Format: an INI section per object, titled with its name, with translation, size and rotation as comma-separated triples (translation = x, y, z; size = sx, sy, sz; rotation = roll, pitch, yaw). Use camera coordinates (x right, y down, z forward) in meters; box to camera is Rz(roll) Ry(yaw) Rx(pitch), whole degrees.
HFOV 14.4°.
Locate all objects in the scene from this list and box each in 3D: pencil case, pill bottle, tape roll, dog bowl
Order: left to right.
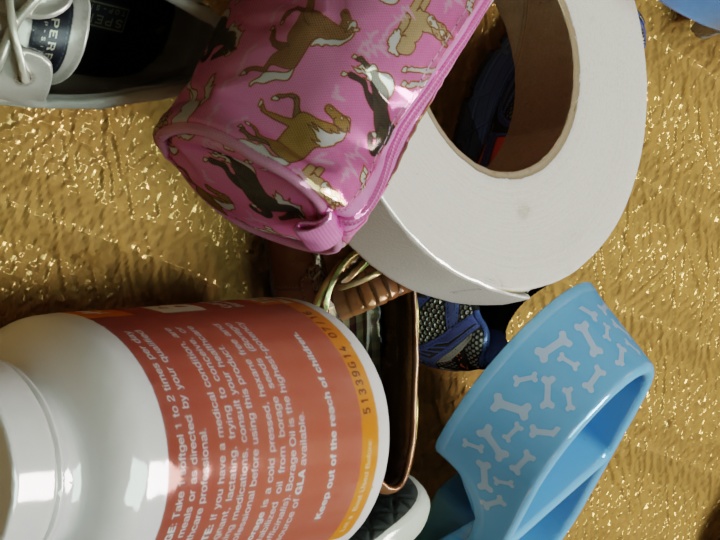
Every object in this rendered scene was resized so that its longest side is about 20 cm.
[pill bottle]
translation = -0.090, 0.070, 1.120
size = 0.200, 0.112, 0.112
rotation = -3, 112, -49
[pencil case]
translation = 0.004, -0.100, 1.067
size = 0.083, 0.086, 0.200
rotation = 43, 68, -28
[tape roll]
translation = 0.045, -0.087, 1.187
size = 0.203, 0.037, 0.203
rotation = 9, 78, -45
[dog bowl]
translation = 0.074, 0.093, 1.317
size = 0.111, 0.050, 0.200
rotation = -36, 160, -40

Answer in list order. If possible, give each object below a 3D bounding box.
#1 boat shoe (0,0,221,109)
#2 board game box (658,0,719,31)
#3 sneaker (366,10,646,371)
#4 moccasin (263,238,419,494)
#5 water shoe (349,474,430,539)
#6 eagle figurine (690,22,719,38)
[boat shoe]
translation = -0.126, -0.090, 1.026
size = 0.200, 0.066, 0.072
rotation = 9, 103, -52
[board game box]
translation = 0.172, -0.193, 1.264
size = 0.158, 0.039, 0.200
rotation = 13, 75, -10
[sneaker]
translation = 0.078, -0.034, 1.290
size = 0.200, 0.078, 0.075
rotation = -59, 143, -7
[moccasin]
translation = -0.001, 0.000, 1.212
size = 0.074, 0.078, 0.202
rotation = -14, 115, -43
[water shoe]
translation = -0.053, 0.157, 1.256
size = 0.200, 0.071, 0.079
rotation = -33, 136, -21
[eagle figurine]
translation = 0.263, -0.176, 1.374
size = 0.151, 0.152, 0.200
rotation = -6, 110, -42
